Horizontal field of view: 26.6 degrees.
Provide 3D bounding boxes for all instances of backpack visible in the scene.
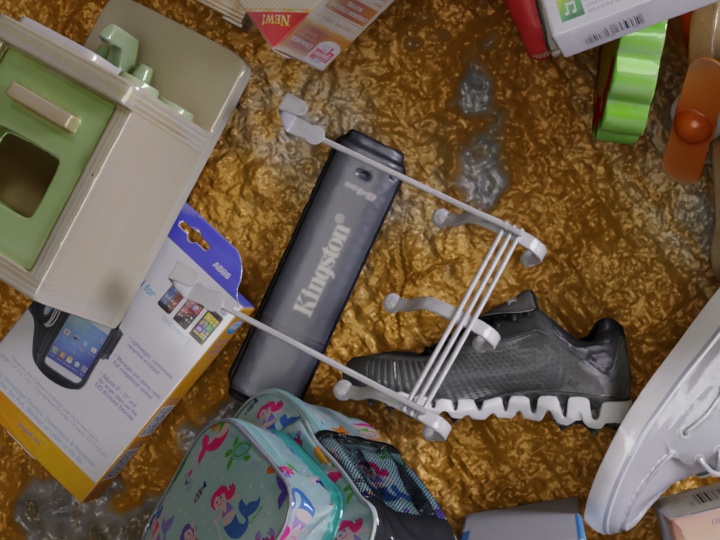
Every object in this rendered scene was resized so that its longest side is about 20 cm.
[{"bbox_3d":[-0.048,0.173,0.956,0.149,0.200,0.179,24,104,-27],"label":"backpack"}]

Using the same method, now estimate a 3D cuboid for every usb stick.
[{"bbox_3d":[-0.030,0.003,1.037,0.055,0.033,0.202,25,94,5],"label":"usb stick"}]

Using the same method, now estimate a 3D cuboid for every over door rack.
[{"bbox_3d":[0.000,0.000,0.976,0.199,0.067,0.149,30,73,4],"label":"over door rack"}]

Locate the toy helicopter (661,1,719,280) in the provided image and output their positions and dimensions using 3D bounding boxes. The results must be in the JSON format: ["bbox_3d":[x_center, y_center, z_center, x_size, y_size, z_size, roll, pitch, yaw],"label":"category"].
[{"bbox_3d":[0.235,-0.085,0.969,0.078,0.132,0.203,6,111,34],"label":"toy helicopter"}]

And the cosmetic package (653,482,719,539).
[{"bbox_3d":[0.265,0.240,0.986,0.102,0.087,0.202,-15,90,4],"label":"cosmetic package"}]

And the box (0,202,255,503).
[{"bbox_3d":[-0.165,0.045,1.044,0.119,0.041,0.200,42,93,10],"label":"box"}]

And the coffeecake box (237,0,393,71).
[{"bbox_3d":[-0.011,-0.256,0.970,0.200,0.073,0.154,-43,69,17],"label":"coffeecake box"}]

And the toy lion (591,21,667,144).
[{"bbox_3d":[0.174,-0.182,0.935,0.068,0.200,0.194,9,74,4],"label":"toy lion"}]

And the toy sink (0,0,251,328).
[{"bbox_3d":[-0.184,-0.087,0.985,0.130,0.112,0.201,29,89,25],"label":"toy sink"}]

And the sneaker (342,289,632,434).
[{"bbox_3d":[0.088,0.057,1.013,0.197,0.066,0.092,5,89,2],"label":"sneaker"}]

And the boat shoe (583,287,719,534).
[{"bbox_3d":[0.219,0.093,0.971,0.068,0.072,0.201,36,89,27],"label":"boat shoe"}]

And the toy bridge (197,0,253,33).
[{"bbox_3d":[-0.156,-0.216,1.027,0.198,0.067,0.027,26,94,5],"label":"toy bridge"}]

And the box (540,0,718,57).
[{"bbox_3d":[0.149,-0.234,0.834,0.143,0.036,0.202,-18,73,15],"label":"box"}]

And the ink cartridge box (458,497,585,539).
[{"bbox_3d":[0.118,0.262,0.972,0.083,0.145,0.203,-10,90,6],"label":"ink cartridge box"}]

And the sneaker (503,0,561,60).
[{"bbox_3d":[0.075,-0.220,1.007,0.084,0.077,0.202,-27,78,13],"label":"sneaker"}]
